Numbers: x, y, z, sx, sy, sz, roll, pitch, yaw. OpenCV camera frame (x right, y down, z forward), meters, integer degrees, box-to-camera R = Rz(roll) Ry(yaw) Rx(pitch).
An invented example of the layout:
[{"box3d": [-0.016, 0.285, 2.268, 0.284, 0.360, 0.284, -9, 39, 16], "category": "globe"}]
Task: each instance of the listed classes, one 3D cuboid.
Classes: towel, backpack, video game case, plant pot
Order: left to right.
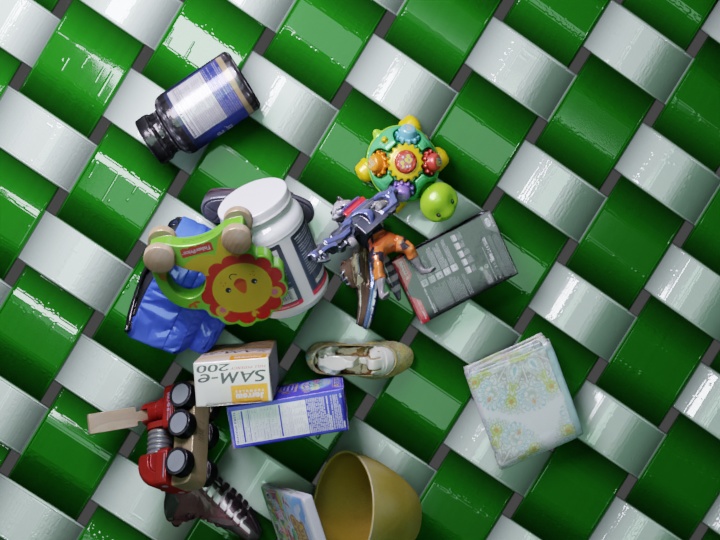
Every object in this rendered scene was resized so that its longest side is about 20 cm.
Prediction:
[{"box3d": [-0.288, 0.021, 1.458, 0.165, 0.163, 0.203, 20, 102, -16], "category": "backpack"}, {"box3d": [-0.101, 0.475, 1.494, 0.022, 0.181, 0.204, -20, 94, -30], "category": "video game case"}, {"box3d": [0.023, 0.424, 1.499, 0.140, 0.199, 0.205, 14, 94, -31], "category": "plant pot"}, {"box3d": [0.294, 0.235, 1.557, 0.168, 0.048, 0.204, -22, 94, 2], "category": "towel"}]

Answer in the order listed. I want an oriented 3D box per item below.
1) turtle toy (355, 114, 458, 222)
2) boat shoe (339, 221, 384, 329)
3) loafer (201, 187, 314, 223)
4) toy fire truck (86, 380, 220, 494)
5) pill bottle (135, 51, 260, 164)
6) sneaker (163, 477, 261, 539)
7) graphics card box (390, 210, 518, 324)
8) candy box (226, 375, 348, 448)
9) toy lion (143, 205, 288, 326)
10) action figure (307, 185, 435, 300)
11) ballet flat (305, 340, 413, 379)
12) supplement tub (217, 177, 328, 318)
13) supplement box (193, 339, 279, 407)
[{"box3d": [0.090, -0.168, 1.494, 0.146, 0.101, 0.200, -43, 94, 1], "category": "turtle toy"}, {"box3d": [0.000, 0.000, 1.522, 0.071, 0.072, 0.205, 5, 84, 2], "category": "boat shoe"}, {"box3d": [-0.178, -0.120, 1.508, 0.195, 0.064, 0.073, 2, 126, -5], "category": "loafer"}, {"box3d": [-0.359, 0.291, 1.488, 0.196, 0.129, 0.180, -15, 60, 21], "category": "toy fire truck"}, {"box3d": [-0.278, -0.272, 1.468, 0.198, 0.112, 0.113, -33, 94, 1], "category": "pill bottle"}, {"box3d": [-0.275, 0.432, 1.539, 0.200, 0.076, 0.116, 44, 96, 6], "category": "sneaker"}, {"box3d": [0.166, -0.007, 1.533, 0.197, 0.051, 0.127, -28, 94, 1], "category": "graphics card box"}, {"box3d": [-0.121, 0.240, 1.478, 0.195, 0.169, 0.079, -8, 91, -1], "category": "candy box"}, {"box3d": [-0.217, 0.009, 1.348, 0.195, 0.069, 0.195, -13, 124, 2], "category": "toy lion"}, {"box3d": [0.004, -0.036, 1.442, 0.198, 0.105, 0.195, -31, 74, -18], "category": "action figure"}, {"box3d": [-0.001, 0.160, 1.529, 0.195, 0.071, 0.073, 2, 94, -3], "category": "ballet flat"}, {"box3d": [-0.145, -0.036, 1.441, 0.138, 0.141, 0.203, -21, 122, -1], "category": "supplement tub"}, {"box3d": [-0.204, 0.169, 1.454, 0.123, 0.200, 0.075, -4, 94, -2], "category": "supplement box"}]
